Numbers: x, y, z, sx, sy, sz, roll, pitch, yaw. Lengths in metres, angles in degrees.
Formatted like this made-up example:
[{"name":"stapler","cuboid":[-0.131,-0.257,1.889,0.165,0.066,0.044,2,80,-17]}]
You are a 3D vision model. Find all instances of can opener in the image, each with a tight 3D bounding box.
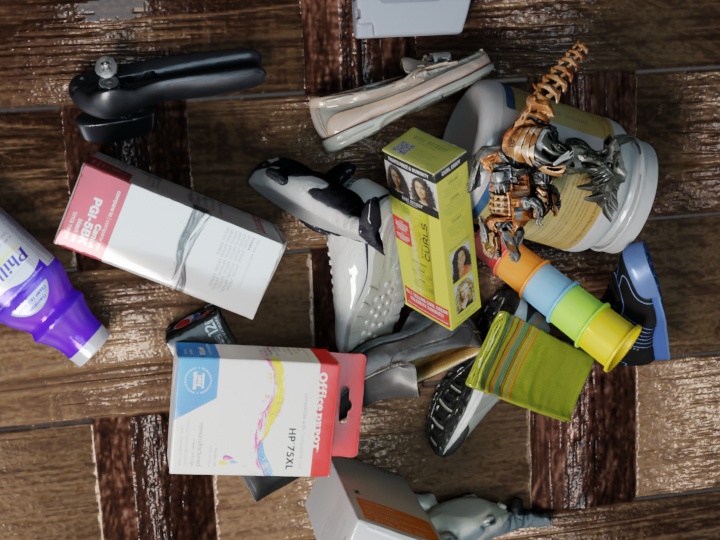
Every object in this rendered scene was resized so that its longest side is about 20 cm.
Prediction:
[{"name":"can opener","cuboid":[-0.194,-0.190,1.016,0.198,0.079,0.064,-18,63,-11]}]

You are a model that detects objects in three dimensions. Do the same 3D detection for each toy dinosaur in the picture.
[{"name":"toy dinosaur","cuboid":[0.173,-0.101,0.928,0.135,0.102,0.201,17,126,4]}]

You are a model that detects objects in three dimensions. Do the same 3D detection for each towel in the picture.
[{"name":"towel","cuboid":[0.191,0.109,1.098,0.199,0.018,0.087,24,92,-45]}]

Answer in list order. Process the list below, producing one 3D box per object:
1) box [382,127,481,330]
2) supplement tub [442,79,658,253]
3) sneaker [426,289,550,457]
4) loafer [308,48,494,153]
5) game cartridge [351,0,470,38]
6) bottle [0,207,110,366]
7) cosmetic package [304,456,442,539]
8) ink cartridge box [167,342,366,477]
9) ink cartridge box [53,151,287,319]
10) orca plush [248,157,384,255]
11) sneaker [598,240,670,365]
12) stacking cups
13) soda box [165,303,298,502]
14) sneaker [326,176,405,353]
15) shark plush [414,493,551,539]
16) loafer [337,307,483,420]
[{"name":"box","cuboid":[0.073,-0.038,1.009,0.050,0.075,0.201,-37,137,-27]},{"name":"supplement tub","cuboid":[0.190,-0.102,1.051,0.198,0.145,0.146,16,96,-13]},{"name":"sneaker","cuboid":[0.143,0.124,1.118,0.079,0.074,0.201,30,95,-26]},{"name":"loafer","cuboid":[0.041,-0.191,1.050,0.199,0.072,0.063,-27,96,-3]},{"name":"game cartridge","cuboid":[0.053,-0.345,1.043,0.132,0.040,0.202,-4,100,-7]},{"name":"bottle","cuboid":[-0.339,0.013,1.009,0.084,0.065,0.200,-45,104,-2]},{"name":"cosmetic package","cuboid":[0.012,0.265,1.047,0.101,0.200,0.072,21,94,-14]},{"name":"ink cartridge box","cuboid":[-0.088,0.138,1.003,0.198,0.067,0.117,3,97,-14]},{"name":"ink cartridge box","cuboid":[-0.184,-0.036,0.989,0.199,0.147,0.084,22,96,-13]},{"name":"orca plush","cuboid":[-0.032,-0.085,0.998,0.105,0.200,0.071,42,78,-30]},{"name":"sneaker","cuboid":[0.286,0.045,1.090,0.077,0.071,0.201,-12,140,13]},{"name":"stacking cups","cuboid":[0.198,0.022,1.067,0.200,0.060,0.061,39,91,20]},{"name":"soda box","cuboid":[-0.132,0.137,1.066,0.063,0.071,0.201,-28,103,-5]},{"name":"sneaker","cuboid":[0.000,0.000,1.074,0.076,0.080,0.202,-16,125,-47]},{"name":"shark plush","cuboid":[0.122,0.297,1.164,0.199,0.091,0.084,-13,123,-29]},{"name":"loafer","cuboid":[0.041,0.105,1.078,0.199,0.073,0.072,-36,60,-5]}]
